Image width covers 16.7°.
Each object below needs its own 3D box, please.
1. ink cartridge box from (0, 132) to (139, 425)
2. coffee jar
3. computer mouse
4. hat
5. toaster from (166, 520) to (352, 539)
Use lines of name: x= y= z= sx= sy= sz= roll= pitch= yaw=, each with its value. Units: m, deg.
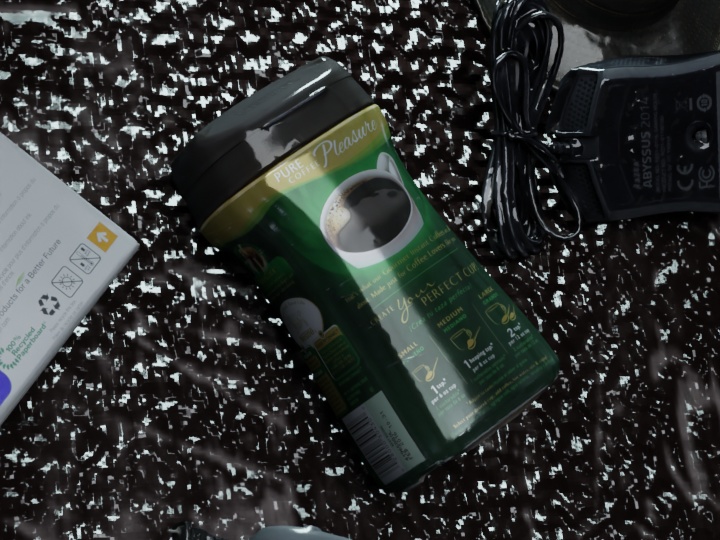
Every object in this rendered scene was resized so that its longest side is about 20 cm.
ink cartridge box: x=-0.232 y=-0.001 z=1.104 sx=0.200 sy=0.043 sz=0.198 roll=40 pitch=59 yaw=-7
coffee jar: x=0.000 y=0.000 z=1.184 sx=0.104 sy=0.085 sz=0.200 roll=-34 pitch=88 yaw=-28
computer mouse: x=0.150 y=-0.078 z=1.295 sx=0.199 sy=0.053 sz=0.139 roll=-1 pitch=97 yaw=-20
hat: x=0.142 y=-0.194 z=1.325 sx=0.200 sy=0.081 sz=0.201 roll=9 pitch=67 yaw=-22
toaster: x=-0.003 y=0.196 z=1.095 sx=0.200 sy=0.114 sz=0.129 roll=19 pitch=66 yaw=-19
